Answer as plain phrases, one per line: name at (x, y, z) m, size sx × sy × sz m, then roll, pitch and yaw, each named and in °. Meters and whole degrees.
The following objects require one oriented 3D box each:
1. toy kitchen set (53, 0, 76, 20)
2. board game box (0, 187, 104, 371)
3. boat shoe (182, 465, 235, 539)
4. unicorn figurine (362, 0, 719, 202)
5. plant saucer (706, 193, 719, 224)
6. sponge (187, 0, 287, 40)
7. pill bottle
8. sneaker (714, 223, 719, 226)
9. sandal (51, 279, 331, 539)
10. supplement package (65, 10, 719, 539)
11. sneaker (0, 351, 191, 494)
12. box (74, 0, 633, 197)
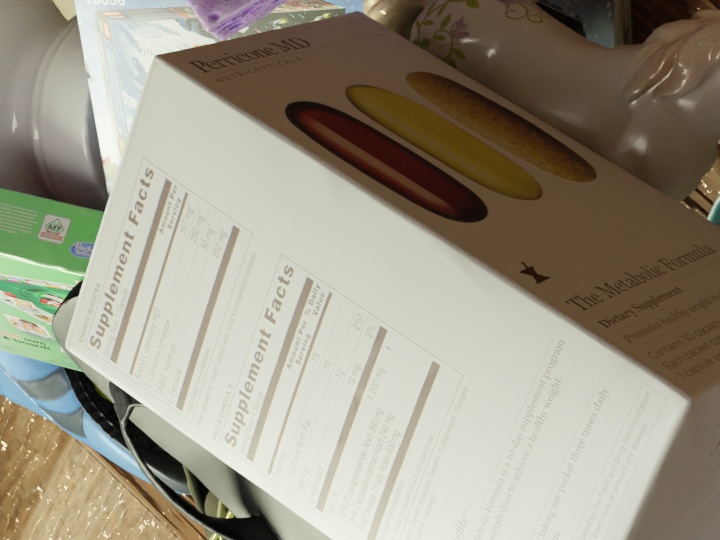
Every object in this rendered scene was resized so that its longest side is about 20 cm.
toy kitchen set at (-0.199, -0.152, 0.984) m, size 0.200 × 0.163 × 0.180 m, roll -26°, pitch 100°, yaw 51°
board game box at (-0.174, -0.005, 1.010) m, size 0.200 × 0.029 × 0.135 m, roll 14°, pitch 160°, yaw 16°
boat shoe at (-0.037, 0.101, 1.022) m, size 0.202 × 0.060 × 0.072 m, roll -116°, pitch 42°, yaw -63°
unicorn figurine at (0.079, -0.046, 0.810) m, size 0.200 × 0.074 × 0.137 m, roll 21°, pitch 119°, yaw 12°
plant saucer at (0.208, 0.030, 0.847) m, size 0.200 × 0.027 × 0.200 m, roll 26°, pitch 136°, yaw 28°
sponge at (-0.054, -0.191, 0.838) m, size 0.112 × 0.030 × 0.200 m, roll -33°, pitch 80°, yaw 10°
pill bottle at (-0.154, -0.073, 1.038) m, size 0.200 × 0.120 × 0.120 m, roll 10°, pitch 126°, yaw 40°
sneaker at (0.102, 0.073, 0.872) m, size 0.082 × 0.078 × 0.200 m, roll 37°, pitch 106°, yaw 28°
sandal at (-0.038, 0.075, 0.901) m, size 0.200 × 0.043 × 0.076 m, roll 43°, pitch 137°, yaw 6°
supplement package at (0.026, 0.017, 0.759) m, size 0.200 × 0.114 × 0.110 m, roll 33°, pitch 119°, yaw 24°
sneaker at (-0.134, 0.044, 1.162) m, size 0.200 × 0.066 × 0.078 m, roll 38°, pitch 147°, yaw 19°
box at (-0.002, -0.080, 0.891) m, size 0.200 × 0.040 × 0.137 m, roll 4°, pitch 126°, yaw 13°
